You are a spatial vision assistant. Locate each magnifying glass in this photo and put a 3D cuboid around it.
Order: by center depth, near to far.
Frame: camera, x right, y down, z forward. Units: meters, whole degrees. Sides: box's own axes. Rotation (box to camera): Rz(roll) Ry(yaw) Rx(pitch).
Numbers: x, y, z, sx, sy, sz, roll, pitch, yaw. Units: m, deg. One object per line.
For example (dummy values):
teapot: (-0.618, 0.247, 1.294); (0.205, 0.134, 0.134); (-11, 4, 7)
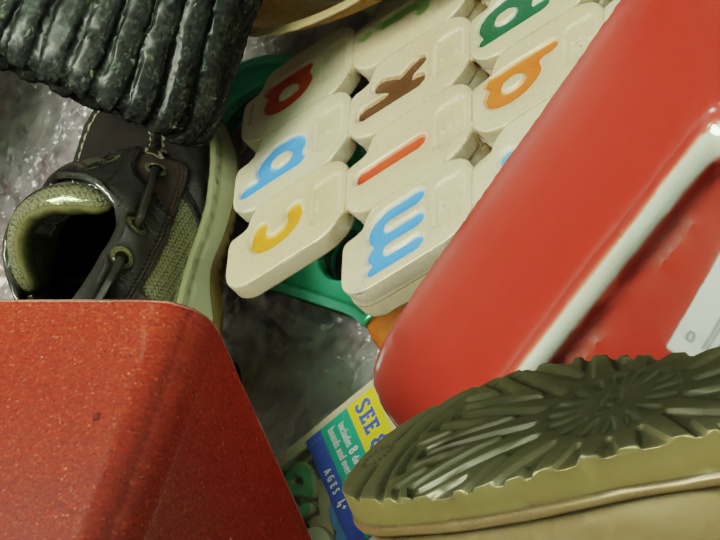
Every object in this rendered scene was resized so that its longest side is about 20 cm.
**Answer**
magnifying glass: (0.000, 0.000, 0.877); (0.080, 0.022, 0.200); (-50, 55, 13)

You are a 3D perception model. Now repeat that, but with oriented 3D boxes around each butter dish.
butter dish: (0.139, 0.015, 0.703); (0.200, 0.148, 0.200); (42, 131, 9)

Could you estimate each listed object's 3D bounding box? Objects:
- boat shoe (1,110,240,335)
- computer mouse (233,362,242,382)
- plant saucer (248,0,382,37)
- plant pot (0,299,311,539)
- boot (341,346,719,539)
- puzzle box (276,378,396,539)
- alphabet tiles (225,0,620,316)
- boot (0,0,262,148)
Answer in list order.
boat shoe: (-0.083, -0.008, 0.851); (0.073, 0.065, 0.200); (-46, 28, 23)
computer mouse: (-0.100, 0.115, 0.876); (0.200, 0.044, 0.110); (-58, 17, 9)
plant saucer: (0.007, -0.163, 0.891); (0.200, 0.035, 0.201); (-26, 50, 34)
plant pot: (-0.126, 0.138, 0.710); (0.199, 0.200, 0.177); (-1, 50, 18)
boot: (0.100, 0.120, 0.647); (0.175, 0.066, 0.201); (-10, 110, 37)
puzzle box: (0.040, 0.122, 0.792); (0.133, 0.025, 0.201); (-40, 59, 29)
alphabet tiles: (0.039, -0.069, 0.815); (0.195, 0.015, 0.200); (-32, 31, 23)
boot: (-0.107, -0.148, 0.860); (0.211, 0.079, 0.158); (30, 97, 24)
